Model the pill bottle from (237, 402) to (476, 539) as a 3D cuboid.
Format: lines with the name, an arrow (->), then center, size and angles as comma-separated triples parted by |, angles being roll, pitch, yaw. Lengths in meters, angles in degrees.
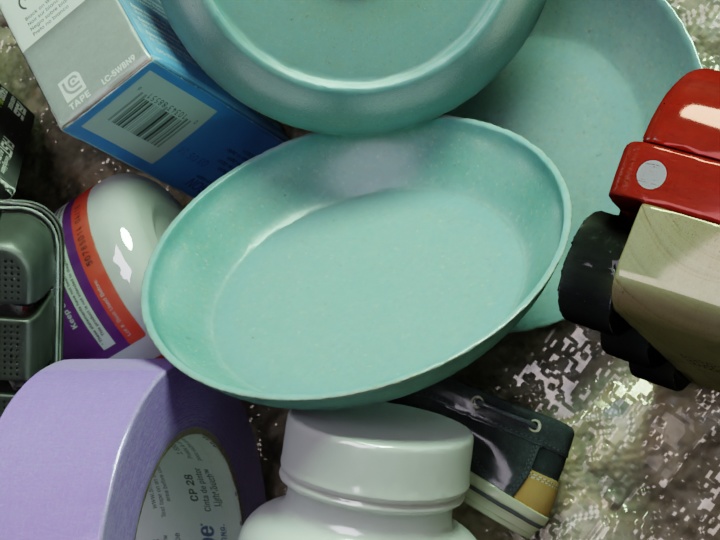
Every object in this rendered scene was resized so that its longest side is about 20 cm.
pill bottle -> -0.005, 0.163, 0.704 | 0.112, 0.112, 0.201 | 11, 100, 26

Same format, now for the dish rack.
dish rack -> -0.242, 0.042, 0.746 | 0.199, 0.055, 0.154 | 3, 107, -5

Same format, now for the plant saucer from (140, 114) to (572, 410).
plant saucer -> 0.000, 0.000, 0.733 | 0.199, 0.036, 0.200 | -11, 38, 8

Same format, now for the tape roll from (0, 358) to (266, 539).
tape roll -> -0.104, 0.140, 0.727 | 0.065, 0.200, 0.201 | -2, 75, 17

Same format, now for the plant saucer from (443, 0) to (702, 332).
plant saucer -> 0.077, -0.063, 0.801 | 0.200, 0.039, 0.202 | -6, 74, 22

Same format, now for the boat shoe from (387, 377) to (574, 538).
boat shoe -> 0.016, 0.052, 0.779 | 0.200, 0.075, 0.062 | 32, 88, 21

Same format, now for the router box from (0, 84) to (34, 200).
router box -> -0.249, -0.031, 0.859 | 0.062, 0.200, 0.150 | 42, 96, -18

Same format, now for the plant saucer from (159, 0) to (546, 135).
plant saucer -> -0.003, -0.163, 0.754 | 0.199, 0.027, 0.201 | 0, 99, 0

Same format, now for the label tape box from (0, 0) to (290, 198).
label tape box -> -0.134, -0.144, 0.859 | 0.063, 0.144, 0.200 | -37, 64, 13

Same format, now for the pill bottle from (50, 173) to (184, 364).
pill bottle -> -0.170, 0.042, 0.841 | 0.200, 0.112, 0.113 | -30, 66, 14

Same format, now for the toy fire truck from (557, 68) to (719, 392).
toy fire truck -> 0.191, -0.041, 0.666 | 0.128, 0.176, 0.201 | 18, 83, 28
